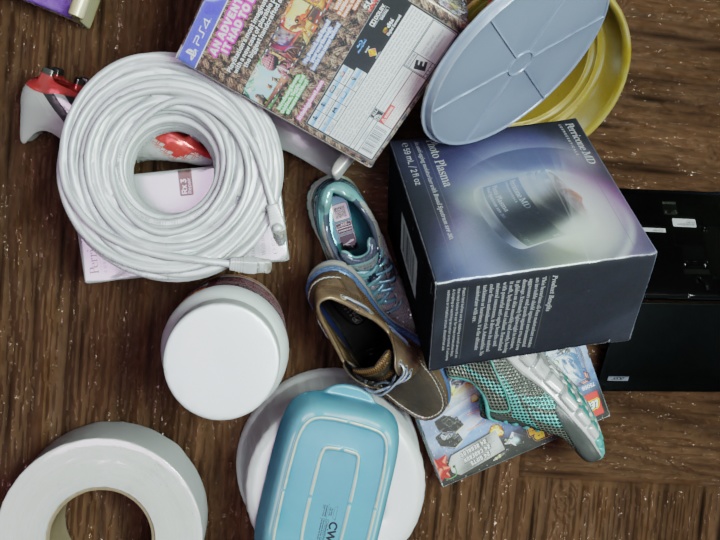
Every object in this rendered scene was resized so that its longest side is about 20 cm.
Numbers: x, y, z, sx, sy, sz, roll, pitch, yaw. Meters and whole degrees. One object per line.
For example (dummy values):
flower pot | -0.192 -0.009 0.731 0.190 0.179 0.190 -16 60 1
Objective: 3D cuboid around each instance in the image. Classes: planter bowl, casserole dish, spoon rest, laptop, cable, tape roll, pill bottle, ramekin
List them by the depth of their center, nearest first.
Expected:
cable | -0.168 -0.091 0.740 0.197 0.069 0.203 -3 91 -5
pill bottle | -0.124 0.067 0.759 0.112 0.200 0.116 0 94 -7
casserole dish | -0.030 0.208 0.765 0.119 0.039 0.203 13 93 -7
planter bowl | 0.157 -0.211 0.814 0.197 0.084 0.202 -5 130 -6
spoon rest | -0.083 -0.156 0.814 0.199 0.061 0.100 40 82 14
tape roll | -0.255 0.259 0.823 0.199 0.071 0.206 -1 94 -7
ramekin | -0.028 0.208 0.833 0.197 0.098 0.204 -1 95 -7
laptop | 0.349 0.023 0.909 0.174 0.103 0.203 1 69 -7

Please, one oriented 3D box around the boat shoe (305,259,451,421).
boat shoe | 0.015 0.083 0.790 0.072 0.073 0.200 -38 108 18

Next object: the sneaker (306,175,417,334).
sneaker | 0.000 0.000 0.827 0.077 0.086 0.202 -27 96 -3

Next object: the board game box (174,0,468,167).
board game box | -0.031 -0.217 0.708 0.198 0.097 0.160 27 126 -16

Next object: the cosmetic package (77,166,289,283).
cosmetic package | -0.175 -0.049 0.810 0.197 0.074 0.103 -8 94 -7

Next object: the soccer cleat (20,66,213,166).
soccer cleat | -0.237 -0.129 0.804 0.198 0.069 0.086 20 103 -7

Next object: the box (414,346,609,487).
box | 0.151 0.127 0.877 0.198 0.040 0.139 -21 95 -5

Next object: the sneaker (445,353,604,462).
sneaker | 0.164 0.128 0.832 0.091 0.078 0.200 -42 97 17

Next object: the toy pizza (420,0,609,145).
toy pizza | 0.129 -0.188 0.706 0.199 0.200 0.032 -35 69 -4

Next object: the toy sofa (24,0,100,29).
toy sofa | -0.338 -0.308 0.760 0.198 0.098 0.084 21 91 -9

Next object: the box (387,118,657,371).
box | 0.138 -0.032 0.774 0.195 0.202 0.124 -8 136 -7
